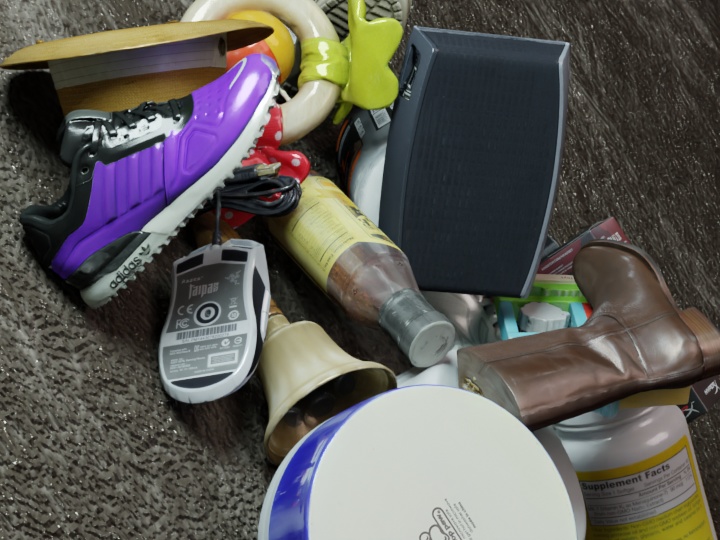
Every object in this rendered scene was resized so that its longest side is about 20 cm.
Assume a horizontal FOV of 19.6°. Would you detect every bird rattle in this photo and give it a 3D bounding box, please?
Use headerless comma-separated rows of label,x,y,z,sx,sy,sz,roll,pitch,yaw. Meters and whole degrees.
bird rattle,-0.070,-0.136,1.551,0.163,0.200,0.113,49,-10,4

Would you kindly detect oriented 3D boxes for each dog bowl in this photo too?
dog bowl,0.038,0.178,1.353,0.199,0.079,0.201,9,69,-23

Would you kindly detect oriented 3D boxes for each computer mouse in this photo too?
computer mouse,-0.097,0.014,1.429,0.044,0.109,0.201,63,25,-50

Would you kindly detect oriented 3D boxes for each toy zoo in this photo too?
toy zoo,0.175,0.057,1.593,0.131,0.021,0.200,2,27,-5

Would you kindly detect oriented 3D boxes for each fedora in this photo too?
fedora,-0.148,-0.122,1.423,0.200,0.200,0.082,-15,98,-62

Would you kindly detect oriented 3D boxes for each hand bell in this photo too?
hand bell,-0.068,0.030,1.472,0.104,0.104,0.200,14,35,-53

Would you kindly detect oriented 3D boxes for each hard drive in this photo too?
hard drive,0.086,-0.075,1.558,0.134,0.201,0.042,5,18,-9

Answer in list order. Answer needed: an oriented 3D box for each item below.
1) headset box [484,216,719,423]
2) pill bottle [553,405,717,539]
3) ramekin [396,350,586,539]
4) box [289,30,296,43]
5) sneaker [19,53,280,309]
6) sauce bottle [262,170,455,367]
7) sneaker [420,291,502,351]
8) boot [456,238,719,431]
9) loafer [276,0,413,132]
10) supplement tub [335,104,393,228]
headset box,0.189,0.063,1.760,0.200,0.148,0.075,56,25,4
pill bottle,0.212,0.169,1.646,0.114,0.114,0.201,-45,122,-63
ramekin,0.075,0.156,1.522,0.200,0.098,0.201,40,30,-28
box,-0.105,-0.169,1.647,0.042,0.039,0.200,53,32,-1
sneaker,-0.140,-0.076,1.332,0.099,0.200,0.070,41,8,-15
sauce bottle,0.000,0.000,1.540,0.066,0.066,0.200,22,19,-48
sneaker,0.084,0.080,1.661,0.200,0.075,0.081,54,35,0
boot,0.139,0.047,1.527,0.199,0.065,0.186,-15,30,-23
loafer,-0.015,-0.187,1.662,0.075,0.200,0.068,27,55,-11
supplement tub,0.045,-0.080,1.681,0.123,0.122,0.200,45,9,-18
